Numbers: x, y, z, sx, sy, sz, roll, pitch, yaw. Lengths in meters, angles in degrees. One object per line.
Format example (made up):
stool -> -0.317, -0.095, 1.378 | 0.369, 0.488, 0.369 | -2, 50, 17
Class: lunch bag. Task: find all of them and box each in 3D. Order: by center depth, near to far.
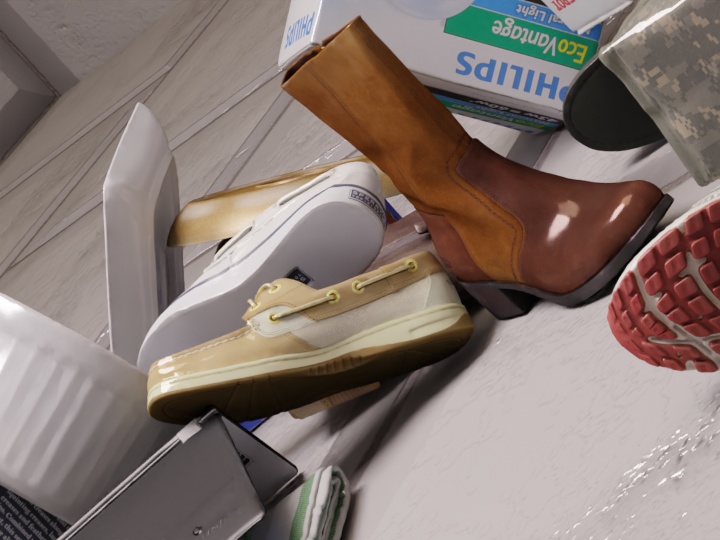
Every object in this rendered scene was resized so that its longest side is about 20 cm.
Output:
lunch bag -> 0.247, -0.163, 1.393 | 0.164, 0.118, 0.200 | -31, 11, 41

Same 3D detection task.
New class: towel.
towel -> -0.086, 0.201, 1.425 | 0.200, 0.031, 0.149 | -41, 10, 17

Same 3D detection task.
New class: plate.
plate -> -0.146, 0.006, 1.763 | 0.032, 0.201, 0.200 | 0, 20, 3

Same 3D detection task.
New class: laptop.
laptop -> -0.115, 0.184, 1.469 | 0.187, 0.116, 0.200 | -40, -29, 3

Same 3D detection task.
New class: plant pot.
plant pot -> -0.037, -0.053, 1.730 | 0.199, 0.028, 0.200 | -13, 5, 1

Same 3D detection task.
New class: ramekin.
ramekin -> -0.191, 0.092, 1.574 | 0.098, 0.200, 0.200 | -60, 16, -9

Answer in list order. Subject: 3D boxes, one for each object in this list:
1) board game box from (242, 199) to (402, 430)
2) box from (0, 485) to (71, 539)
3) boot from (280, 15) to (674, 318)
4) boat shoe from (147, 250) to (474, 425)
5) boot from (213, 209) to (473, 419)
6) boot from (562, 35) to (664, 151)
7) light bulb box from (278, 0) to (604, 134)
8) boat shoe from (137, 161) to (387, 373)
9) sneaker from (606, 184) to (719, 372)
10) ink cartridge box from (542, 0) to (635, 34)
board game box -> -0.050, 0.040, 1.778 | 0.200, 0.045, 0.135 | -40, 13, 13
box -> -0.249, 0.203, 1.717 | 0.200, 0.107, 0.148 | -47, 13, -22
boot -> 0.065, -0.073, 1.447 | 0.069, 0.200, 0.188 | -47, 13, -22
boat shoe -> -0.035, 0.039, 1.505 | 0.199, 0.067, 0.074 | -13, -22, -17
boot -> 0.000, 0.000, 1.644 | 0.166, 0.072, 0.200 | -35, 36, 3
boot -> 0.203, -0.166, 1.614 | 0.200, 0.069, 0.174 | -41, 15, 11
light bulb box -> 0.066, -0.215, 1.737 | 0.125, 0.197, 0.201 | 169, 114, -78
boat shoe -> -0.060, 0.004, 1.578 | 0.200, 0.072, 0.066 | -45, 19, 28
sneaker -> 0.202, -0.022, 1.186 | 0.199, 0.078, 0.082 | -33, 9, 0
ink cartridge box -> 0.109, -0.255, 1.606 | 0.083, 0.200, 0.146 | -47, 6, -10
